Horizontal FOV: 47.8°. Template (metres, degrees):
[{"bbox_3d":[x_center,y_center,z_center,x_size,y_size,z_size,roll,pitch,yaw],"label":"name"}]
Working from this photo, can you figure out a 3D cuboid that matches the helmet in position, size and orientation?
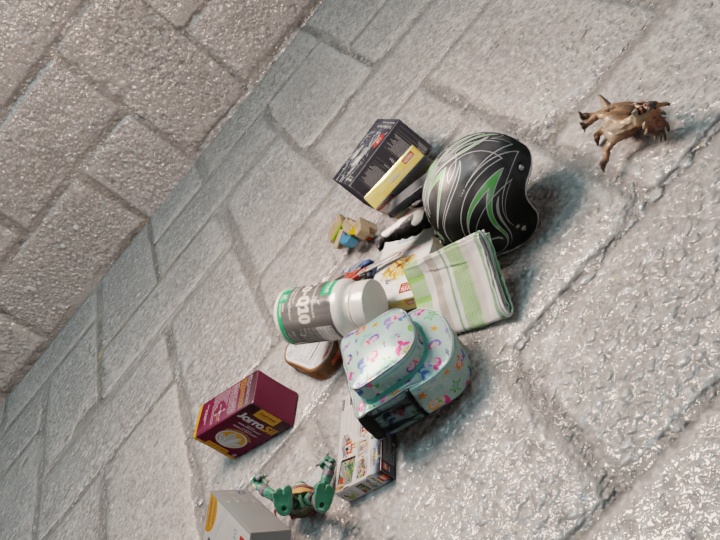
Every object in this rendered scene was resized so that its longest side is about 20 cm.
[{"bbox_3d":[0.204,-0.137,1.394,0.200,0.191,0.200,-16,33,11],"label":"helmet"}]

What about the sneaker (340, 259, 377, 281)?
[{"bbox_3d":[0.002,0.045,1.645,0.085,0.077,0.200,-34,33,25],"label":"sneaker"}]

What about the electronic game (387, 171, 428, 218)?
[{"bbox_3d":[0.134,-0.166,1.559,0.200,0.042,0.200,-37,1,1],"label":"electronic game"}]

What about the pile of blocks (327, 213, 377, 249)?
[{"bbox_3d":[-0.013,-0.076,1.829,0.082,0.062,0.200,-68,21,-2],"label":"pile of blocks"}]

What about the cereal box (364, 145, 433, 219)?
[{"bbox_3d":[0.093,-0.177,1.667,0.144,0.040,0.200,-47,-15,9],"label":"cereal box"}]

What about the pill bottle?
[{"bbox_3d":[-0.055,0.076,1.533,0.200,0.113,0.113,-10,47,32],"label":"pill bottle"}]

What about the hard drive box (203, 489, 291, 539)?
[{"bbox_3d":[-0.201,0.483,1.390,0.200,0.077,0.156,10,92,60],"label":"hard drive box"}]

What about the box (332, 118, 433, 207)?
[{"bbox_3d":[0.046,-0.241,1.837,0.182,0.104,0.200,-54,16,1],"label":"box"}]

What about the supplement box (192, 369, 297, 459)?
[{"bbox_3d":[-0.238,0.301,1.680,0.200,0.110,0.086,-34,34,33],"label":"supplement box"}]

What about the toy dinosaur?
[{"bbox_3d":[0.433,-0.244,1.311,0.135,0.086,0.200,-26,20,24],"label":"toy dinosaur"}]

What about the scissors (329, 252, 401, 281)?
[{"bbox_3d":[0.000,0.000,1.629,0.200,0.014,0.073,-35,21,20],"label":"scissors"}]

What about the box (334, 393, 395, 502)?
[{"bbox_3d":[0.011,0.285,1.394,0.110,0.035,0.200,-35,33,31],"label":"box"}]

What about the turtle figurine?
[{"bbox_3d":[-0.104,0.376,1.396,0.149,0.101,0.200,-21,-1,-9],"label":"turtle figurine"}]

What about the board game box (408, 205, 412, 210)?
[{"bbox_3d":[0.183,-0.158,1.616,0.105,0.023,0.200,-38,20,-23],"label":"board game box"}]

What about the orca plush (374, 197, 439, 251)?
[{"bbox_3d":[0.120,-0.089,1.521,0.200,0.071,0.105,-34,-11,2],"label":"orca plush"}]

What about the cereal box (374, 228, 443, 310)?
[{"bbox_3d":[0.093,-0.011,1.585,0.144,0.040,0.200,-18,43,43],"label":"cereal box"}]

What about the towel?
[{"bbox_3d":[0.158,0.031,1.371,0.200,0.031,0.149,-25,79,47],"label":"towel"}]

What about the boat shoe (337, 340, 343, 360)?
[{"bbox_3d":[0.000,0.159,1.524,0.066,0.072,0.200,-16,9,-5],"label":"boat shoe"}]

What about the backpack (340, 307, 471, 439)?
[{"bbox_3d":[0.072,0.153,1.320,0.200,0.151,0.178,-26,35,8],"label":"backpack"}]

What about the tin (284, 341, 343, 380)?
[{"bbox_3d":[-0.095,0.164,1.698,0.200,0.042,0.112,8,69,59],"label":"tin"}]
